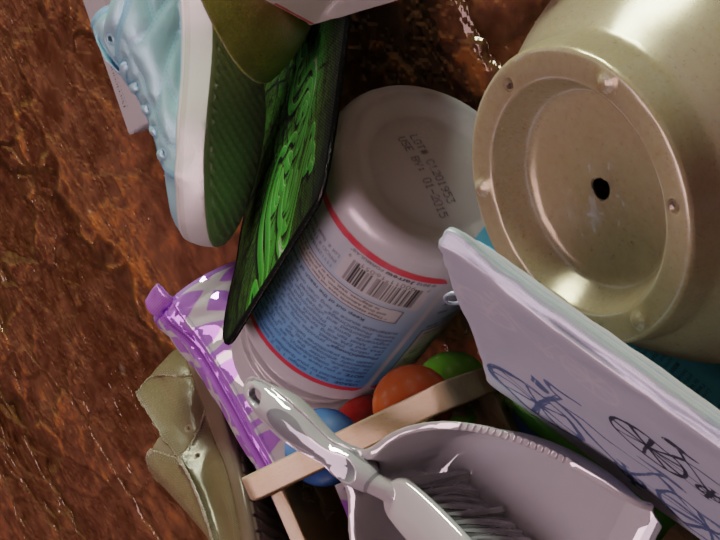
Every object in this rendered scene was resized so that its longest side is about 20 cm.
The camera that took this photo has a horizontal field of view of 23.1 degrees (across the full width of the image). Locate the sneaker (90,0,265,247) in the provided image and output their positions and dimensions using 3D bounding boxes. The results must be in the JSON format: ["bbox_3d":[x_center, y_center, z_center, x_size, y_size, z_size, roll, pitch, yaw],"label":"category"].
[{"bbox_3d":[-0.102,-0.112,0.949,0.082,0.074,0.200,-1,89,24],"label":"sneaker"}]

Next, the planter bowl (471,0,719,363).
[{"bbox_3d":[0.132,-0.046,0.703,0.200,0.135,0.201,30,131,43],"label":"planter bowl"}]

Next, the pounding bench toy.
[{"bbox_3d":[0.070,0.112,0.880,0.200,0.124,0.156,-28,82,24],"label":"pounding bench toy"}]

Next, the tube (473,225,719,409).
[{"bbox_3d":[0.130,0.047,0.793,0.200,0.050,0.078,44,136,21],"label":"tube"}]

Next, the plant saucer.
[{"bbox_3d":[-0.060,-0.195,0.891,0.031,0.200,0.200,-12,100,12],"label":"plant saucer"}]

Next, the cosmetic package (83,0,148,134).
[{"bbox_3d":[-0.132,-0.191,1.050,0.151,0.052,0.200,-10,99,66],"label":"cosmetic package"}]

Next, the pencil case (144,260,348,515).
[{"bbox_3d":[-0.051,0.089,1.078,0.200,0.085,0.084,58,141,18],"label":"pencil case"}]

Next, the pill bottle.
[{"bbox_3d":[0.000,0.000,0.937,0.109,0.109,0.200,58,144,17],"label":"pill bottle"}]

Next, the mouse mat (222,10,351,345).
[{"bbox_3d":[-0.036,-0.077,0.927,0.161,0.008,0.200,125,156,-51],"label":"mouse mat"}]

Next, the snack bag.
[{"bbox_3d":[0.111,0.060,0.678,0.188,0.021,0.200,37,171,21],"label":"snack bag"}]

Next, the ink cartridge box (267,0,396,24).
[{"bbox_3d":[-0.031,-0.227,0.821,0.067,0.116,0.200,-13,85,14],"label":"ink cartridge box"}]

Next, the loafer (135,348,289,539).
[{"bbox_3d":[-0.094,0.134,1.131,0.076,0.067,0.200,48,-164,-48],"label":"loafer"}]

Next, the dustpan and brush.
[{"bbox_3d":[0.024,0.106,0.795,0.200,0.057,0.140,41,121,35],"label":"dustpan and brush"}]
